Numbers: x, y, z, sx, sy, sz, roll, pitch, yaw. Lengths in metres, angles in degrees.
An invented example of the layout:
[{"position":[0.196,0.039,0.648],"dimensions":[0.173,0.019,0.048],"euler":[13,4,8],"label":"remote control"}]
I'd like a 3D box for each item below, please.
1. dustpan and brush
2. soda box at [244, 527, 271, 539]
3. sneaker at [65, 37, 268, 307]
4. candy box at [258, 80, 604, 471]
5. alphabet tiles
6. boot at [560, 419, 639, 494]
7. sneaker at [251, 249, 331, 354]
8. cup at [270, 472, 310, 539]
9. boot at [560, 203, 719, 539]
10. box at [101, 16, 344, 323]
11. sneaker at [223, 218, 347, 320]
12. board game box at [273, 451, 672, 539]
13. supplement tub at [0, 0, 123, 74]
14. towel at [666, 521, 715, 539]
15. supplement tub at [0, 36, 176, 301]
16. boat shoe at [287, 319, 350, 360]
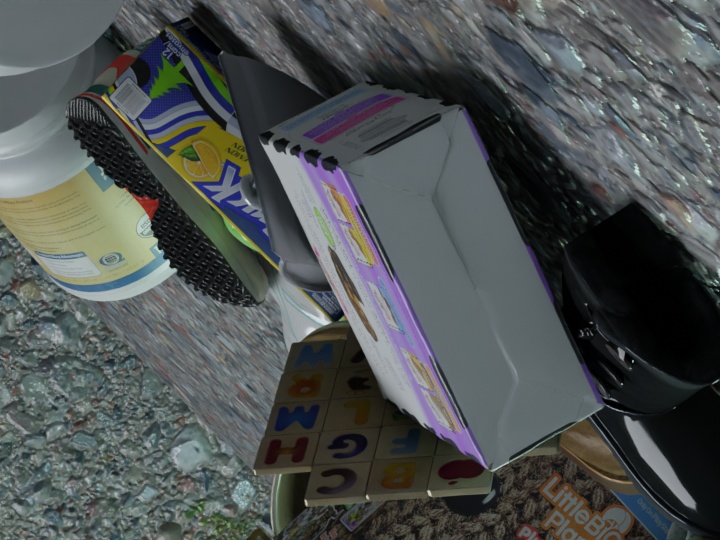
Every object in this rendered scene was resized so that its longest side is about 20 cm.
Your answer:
[{"position":[-0.011,-0.041,1.574],"dimensions":[0.200,0.057,0.140],"euler":[10,-125,-45],"label":"dustpan and brush"},{"position":[-0.022,0.262,1.750],"dimensions":[0.200,0.064,0.068],"euler":[47,170,13],"label":"soda box"},{"position":[-0.106,-0.066,1.808],"dimensions":[0.070,0.093,0.200],"euler":[4,138,51],"label":"sneaker"},{"position":[0.031,-0.003,1.395],"dimensions":[0.168,0.071,0.200],"euler":[64,171,-13],"label":"candy box"},{"position":[0.032,0.069,1.508],"dimensions":[0.200,0.166,0.006],"euler":[-75,-22,-59],"label":"alphabet tiles"},{"position":[0.093,0.054,1.578],"dimensions":[0.200,0.074,0.076],"euler":[27,161,30],"label":"boot"},{"position":[-0.048,-0.018,1.872],"dimensions":[0.200,0.070,0.080],"euler":[51,150,23],"label":"sneaker"},{"position":[0.049,0.140,1.849],"dimensions":[0.200,0.200,0.143],"euler":[45,-162,-6],"label":"cup"},{"position":[0.160,0.057,1.349],"dimensions":[0.165,0.066,0.200],"euler":[41,166,8],"label":"boot"},{"position":[-0.062,-0.062,1.674],"dimensions":[0.200,0.064,0.070],"euler":[45,-169,-2],"label":"box"},{"position":[0.000,0.000,1.766],"dimensions":[0.200,0.077,0.084],"euler":[44,-172,20],"label":"sneaker"},{"position":[0.075,0.168,1.698],"dimensions":[0.159,0.200,0.097],"euler":[46,-179,-17],"label":"board game box"},{"position":[-0.220,-0.190,1.546],"dimensions":[0.145,0.145,0.200],"euler":[49,170,-27],"label":"supplement tub"},{"position":[0.230,0.201,1.477],"dimensions":[0.171,0.048,0.200],"euler":[43,-163,0],"label":"towel"},{"position":[-0.210,-0.086,1.994],"dimensions":[0.145,0.145,0.200],"euler":[35,167,41],"label":"supplement tub"},{"position":[0.008,0.077,1.582],"dimensions":[0.200,0.076,0.072],"euler":[9,124,55],"label":"boat shoe"}]
